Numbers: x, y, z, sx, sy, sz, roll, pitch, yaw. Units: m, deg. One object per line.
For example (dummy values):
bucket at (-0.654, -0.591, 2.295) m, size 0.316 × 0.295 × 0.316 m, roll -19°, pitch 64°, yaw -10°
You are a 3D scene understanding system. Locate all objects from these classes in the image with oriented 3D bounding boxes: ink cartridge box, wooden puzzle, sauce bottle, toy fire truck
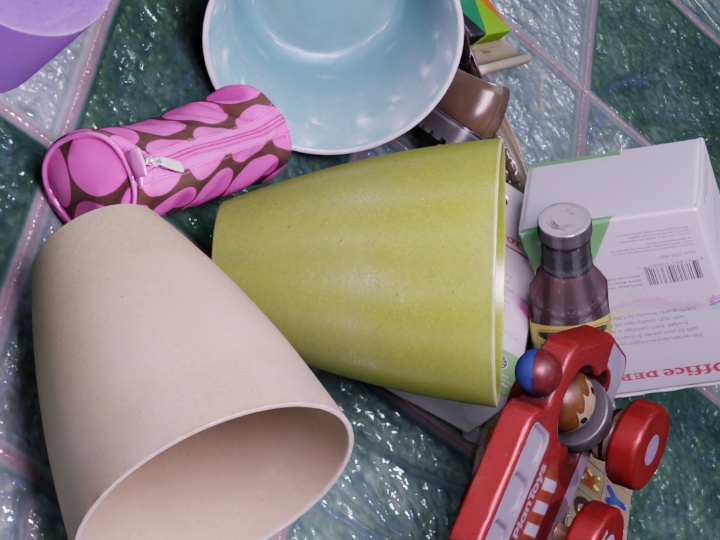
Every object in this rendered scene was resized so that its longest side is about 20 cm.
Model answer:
ink cartridge box at (0.072, 0.011, 1.624) m, size 0.117 × 0.067 × 0.201 m, roll 30°, pitch 48°, yaw -18°
ink cartridge box at (0.224, 0.002, 1.654) m, size 0.088 × 0.144 × 0.201 m, roll -78°, pitch 151°, yaw -44°
wooden puzzle at (0.066, -0.253, 1.800) m, size 0.200 × 0.037 × 0.185 m, roll 51°, pitch 20°, yaw 5°
sauce bottle at (0.160, 0.037, 1.593) m, size 0.066 × 0.065 × 0.201 m, roll -74°, pitch 160°, yaw -45°
toy fire truck at (0.134, 0.131, 1.485) m, size 0.201 × 0.112 × 0.168 m, roll -65°, pitch 154°, yaw -11°

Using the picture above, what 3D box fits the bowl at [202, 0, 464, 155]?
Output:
bowl at (-0.024, -0.202, 1.613) m, size 0.200 × 0.201 × 0.105 m, roll 38°, pitch 21°, yaw -24°

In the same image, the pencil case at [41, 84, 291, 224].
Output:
pencil case at (-0.128, -0.079, 1.462) m, size 0.091 × 0.093 × 0.200 m, roll 58°, pitch 36°, yaw 2°

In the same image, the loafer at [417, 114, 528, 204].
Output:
loafer at (0.093, -0.120, 1.755) m, size 0.067 × 0.076 × 0.201 m, roll -10°, pitch 68°, yaw -57°

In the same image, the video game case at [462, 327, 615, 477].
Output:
video game case at (0.144, 0.071, 1.722) m, size 0.181 × 0.023 × 0.201 m, roll 23°, pitch 49°, yaw -37°

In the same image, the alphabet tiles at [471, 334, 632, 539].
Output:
alphabet tiles at (0.162, 0.138, 1.670) m, size 0.167 × 0.008 × 0.201 m, roll 39°, pitch 41°, yaw -23°

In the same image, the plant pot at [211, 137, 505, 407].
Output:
plant pot at (0.000, 0.000, 1.457) m, size 0.187 × 0.198 × 0.189 m, roll 1°, pitch 90°, yaw -84°

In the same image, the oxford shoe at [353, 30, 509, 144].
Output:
oxford shoe at (0.052, -0.170, 1.694) m, size 0.200 × 0.085 × 0.073 m, roll 39°, pitch 13°, yaw 33°

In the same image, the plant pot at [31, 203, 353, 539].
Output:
plant pot at (-0.129, 0.063, 1.310) m, size 0.187 × 0.187 × 0.201 m, roll 7°, pitch 45°, yaw -46°

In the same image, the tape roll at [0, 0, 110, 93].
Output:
tape roll at (-0.270, -0.227, 1.415) m, size 0.199 × 0.085 × 0.201 m, roll 29°, pitch 45°, yaw -34°
